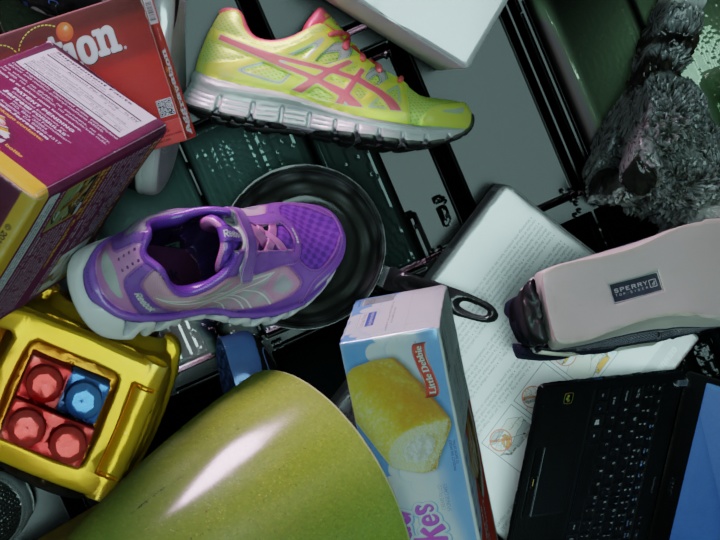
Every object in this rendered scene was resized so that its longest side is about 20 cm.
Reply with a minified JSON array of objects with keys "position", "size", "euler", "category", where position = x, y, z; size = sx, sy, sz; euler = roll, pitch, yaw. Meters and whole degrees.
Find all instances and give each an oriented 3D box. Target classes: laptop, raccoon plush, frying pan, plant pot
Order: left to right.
[{"position":[-0.102,0.187,1.329],"size":[0.200,0.187,0.187],"euler":[-26,97,-31],"category":"plant pot"},{"position":[-0.002,-0.017,1.459],"size":[0.190,0.031,0.115],"euler":[-2,84,4],"category":"frying pan"},{"position":[0.211,0.168,1.449],"size":[0.200,0.103,0.177],"euler":[-3,113,-33],"category":"laptop"},{"position":[0.246,-0.090,1.471],"size":[0.134,0.097,0.200],"euler":[24,91,-15],"category":"raccoon plush"}]

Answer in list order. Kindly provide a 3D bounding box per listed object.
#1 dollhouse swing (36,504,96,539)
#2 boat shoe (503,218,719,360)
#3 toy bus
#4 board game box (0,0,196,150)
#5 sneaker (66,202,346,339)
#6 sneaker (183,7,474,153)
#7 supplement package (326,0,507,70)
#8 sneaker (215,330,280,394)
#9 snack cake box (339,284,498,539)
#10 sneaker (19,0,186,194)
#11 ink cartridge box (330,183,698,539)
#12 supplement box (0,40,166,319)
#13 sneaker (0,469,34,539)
[{"position":[-0.128,0.255,1.408],"size":[0.182,0.176,0.200],"euler":[-30,96,-3],"category":"dollhouse swing"},{"position":[0.190,0.015,1.428],"size":[0.200,0.093,0.075],"euler":[-8,81,-15],"category":"boat shoe"},{"position":[-0.224,0.073,1.378],"size":[0.200,0.192,0.136],"euler":[23,93,-6],"category":"toy bus"},{"position":[-0.215,-0.111,1.409],"size":[0.200,0.019,0.103],"euler":[-15,96,20],"category":"board game box"},{"position":[-0.086,-0.010,1.373],"size":[0.200,0.088,0.081],"euler":[-11,72,-35],"category":"sneaker"},{"position":[-0.017,-0.132,1.444],"size":[0.200,0.078,0.090],"euler":[10,86,-9],"category":"sneaker"},{"position":[0.063,-0.249,1.421],"size":[0.121,0.120,0.200],"euler":[32,90,-9],"category":"supplement package"},{"position":[-0.036,0.127,1.467],"size":[0.078,0.070,0.200],"euler":[-23,100,-13],"category":"sneaker"},{"position":[0.042,0.121,1.400],"size":[0.067,0.115,0.200],"euler":[-10,102,7],"category":"snack cake box"},{"position":[-0.177,-0.155,1.435],"size":[0.112,0.073,0.200],"euler":[5,97,7],"category":"sneaker"},{"position":[0.106,0.070,1.485],"size":[0.176,0.045,0.200],"euler":[38,90,-7],"category":"ink cartridge box"},{"position":[-0.224,-0.049,1.308],"size":[0.103,0.200,0.131],"euler":[37,112,5],"category":"supplement box"},{"position":[-0.311,0.183,1.419],"size":[0.200,0.077,0.078],"euler":[-17,95,-23],"category":"sneaker"}]
